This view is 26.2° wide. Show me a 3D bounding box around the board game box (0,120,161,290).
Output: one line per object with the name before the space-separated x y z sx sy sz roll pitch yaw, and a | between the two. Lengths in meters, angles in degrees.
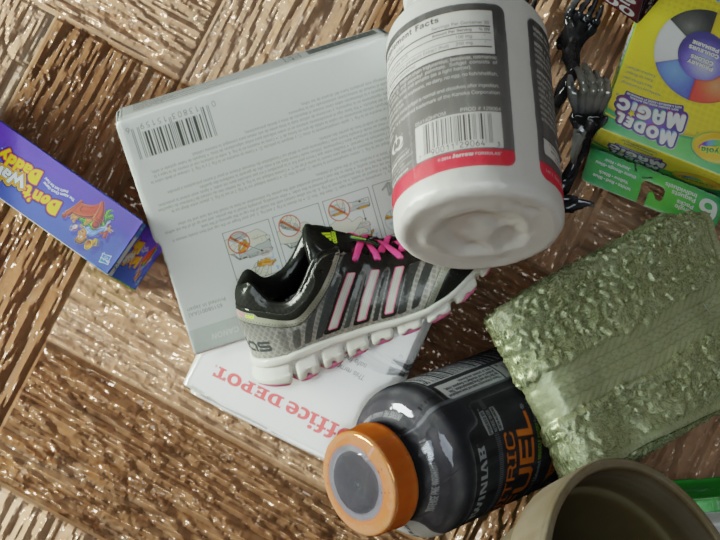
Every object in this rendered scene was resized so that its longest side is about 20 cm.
board game box | -0.240 -0.065 1.119 0.199 0.134 0.045 35 85 3

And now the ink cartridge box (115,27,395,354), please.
ink cartridge box | -0.051 -0.056 1.084 0.197 0.044 0.176 -18 107 -3

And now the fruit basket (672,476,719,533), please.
fruit basket | 0.229 0.254 1.112 0.182 0.094 0.203 -2 89 -3

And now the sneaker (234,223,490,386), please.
sneaker | 0.000 0.000 1.044 0.198 0.074 0.088 -27 113 4

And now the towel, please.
towel | 0.191 0.050 1.068 0.198 0.036 0.150 -24 83 -23

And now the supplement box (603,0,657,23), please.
supplement box | 0.224 -0.292 1.147 0.108 0.061 0.200 36 70 16

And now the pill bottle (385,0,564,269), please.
pill bottle | 0.072 -0.113 1.008 0.109 0.111 0.203 -1 63 0

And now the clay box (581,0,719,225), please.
clay box | 0.249 -0.142 1.157 0.114 0.048 0.202 20 74 2

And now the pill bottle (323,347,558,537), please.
pill bottle | 0.067 0.119 1.069 0.199 0.106 0.107 -16 83 -42

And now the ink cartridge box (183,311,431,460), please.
ink cartridge box | -0.022 0.028 1.136 0.144 0.084 0.202 25 84 2

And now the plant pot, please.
plant pot | 0.130 0.244 1.002 0.198 0.173 0.202 22 53 -33

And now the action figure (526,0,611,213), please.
action figure | 0.119 -0.116 1.112 0.117 0.103 0.202 8 57 8
